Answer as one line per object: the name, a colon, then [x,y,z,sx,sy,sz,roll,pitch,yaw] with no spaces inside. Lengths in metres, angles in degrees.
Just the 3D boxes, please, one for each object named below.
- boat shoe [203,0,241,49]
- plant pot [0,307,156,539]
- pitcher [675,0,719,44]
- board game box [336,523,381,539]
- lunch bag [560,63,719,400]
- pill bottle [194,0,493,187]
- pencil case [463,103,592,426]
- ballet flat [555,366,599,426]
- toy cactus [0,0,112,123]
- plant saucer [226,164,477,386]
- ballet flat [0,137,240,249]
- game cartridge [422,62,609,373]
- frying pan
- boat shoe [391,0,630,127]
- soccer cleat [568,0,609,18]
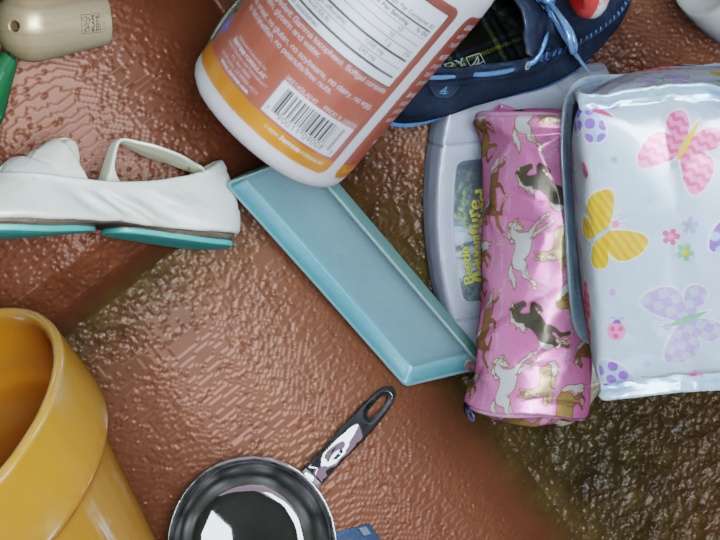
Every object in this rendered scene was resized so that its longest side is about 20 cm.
boat shoe: [-0.010,-0.169,0.907,0.199,0.068,0.072,-34,109,-6]
plant pot: [-0.211,0.157,0.863,0.199,0.200,0.184,-37,123,-6]
pitcher: [0.302,-0.178,0.977,0.198,0.121,0.173,1,116,-27]
board game box: [0.027,0.263,0.934,0.034,0.200,0.137,-12,105,-13]
lunch bag: [0.178,-0.030,0.832,0.126,0.200,0.172,-4,101,14]
pill bottle: [0.006,-0.153,0.815,0.112,0.112,0.200,35,111,-19]
pencil case: [0.108,-0.004,0.915,0.086,0.083,0.203,4,92,21]
ballet flat: [0.156,0.011,0.957,0.067,0.062,0.202,11,99,-17]
toy cactus: [-0.226,-0.146,0.848,0.163,0.102,0.203,-9,95,-24]
plant saucer: [0.000,0.000,0.937,0.200,0.069,0.019,48,45,-28]
ballet flat: [-0.162,-0.048,0.878,0.198,0.069,0.070,2,101,-37]
game cartridge: [0.109,-0.034,0.986,0.132,0.041,0.202,-7,103,-10]
frying pan: [-0.060,0.148,0.975,0.114,0.031,0.192,23,73,-9]
boat shoe: [0.097,-0.147,0.922,0.199,0.069,0.084,-33,79,-20]
soccer cleat: [0.154,-0.247,0.853,0.084,0.069,0.202,-10,118,-16]
